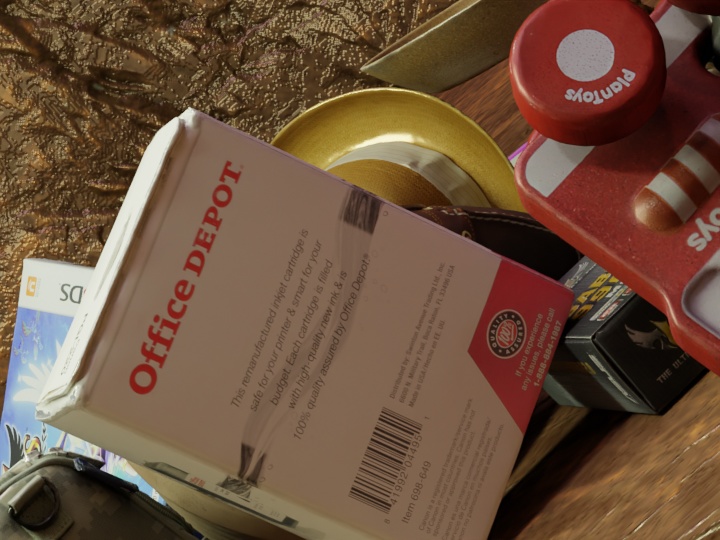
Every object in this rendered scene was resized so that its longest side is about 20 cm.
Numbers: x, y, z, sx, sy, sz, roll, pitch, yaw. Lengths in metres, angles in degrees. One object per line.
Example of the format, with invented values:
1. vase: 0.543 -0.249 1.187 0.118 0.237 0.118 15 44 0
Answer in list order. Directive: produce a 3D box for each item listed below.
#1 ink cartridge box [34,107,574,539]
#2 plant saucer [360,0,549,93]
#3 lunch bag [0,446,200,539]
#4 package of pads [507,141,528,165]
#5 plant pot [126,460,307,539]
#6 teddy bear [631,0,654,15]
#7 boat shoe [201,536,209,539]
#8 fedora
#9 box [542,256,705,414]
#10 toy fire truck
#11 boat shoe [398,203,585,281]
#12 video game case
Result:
1. ink cartridge box: -0.026 0.038 1.256 0.146 0.199 0.085 -68 14 -15
2. plant saucer: 0.093 -0.146 1.480 0.200 0.036 0.200 -32 5 3
3. lunch bag: -0.147 0.180 1.323 0.139 0.168 0.200 -46 9 -34
4. package of pads: 0.132 -0.053 1.647 0.200 0.068 0.155 -40 7 18
5. plant pot: -0.030 0.085 1.397 0.201 0.200 0.093 -49 -26 -48
6. teddy bear: 0.193 -0.112 1.446 0.200 0.145 0.067 -36 -21 -2
7. boat shoe: -0.046 0.131 1.460 0.200 0.073 0.074 -46 8 -32
8. fedora: 0.000 0.000 1.506 0.200 0.201 0.082 -37 -8 33
9. box: 0.169 -0.018 1.310 0.200 0.048 0.158 -42 8 -9
10. toy fire truck: 0.167 -0.065 1.196 0.200 0.168 0.112 -45 -24 -15
11. boat shoe: 0.023 0.004 1.359 0.199 0.071 0.070 -5 -3 -21
12. video game case: -0.139 0.100 1.551 0.181 0.045 0.201 8 89 53
